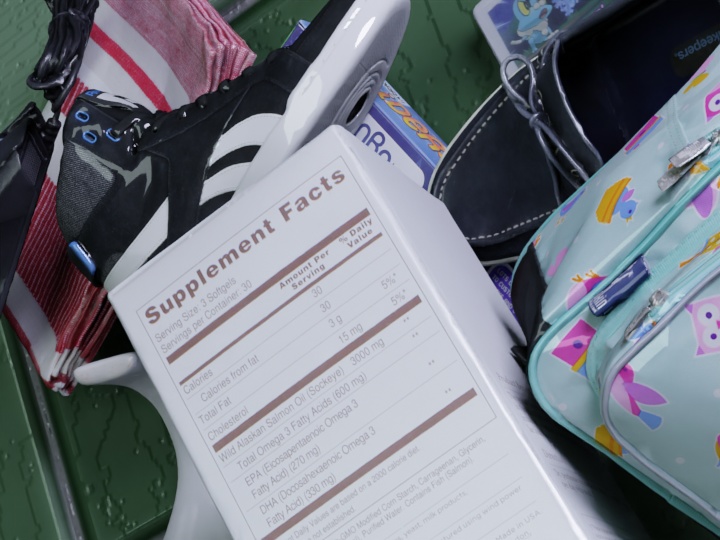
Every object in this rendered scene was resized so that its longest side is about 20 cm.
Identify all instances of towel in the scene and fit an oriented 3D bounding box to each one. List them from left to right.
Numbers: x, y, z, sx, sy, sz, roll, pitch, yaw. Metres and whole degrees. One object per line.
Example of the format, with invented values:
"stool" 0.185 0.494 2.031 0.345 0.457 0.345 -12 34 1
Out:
"towel" -0.132 -0.056 1.041 0.201 0.023 0.144 -60 38 15

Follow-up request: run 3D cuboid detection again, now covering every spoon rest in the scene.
"spoon rest" -0.081 0.135 0.991 0.099 0.060 0.202 -14 90 36

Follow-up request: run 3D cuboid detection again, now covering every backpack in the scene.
"backpack" 0.171 0.005 0.732 0.200 0.175 0.153 -50 15 11

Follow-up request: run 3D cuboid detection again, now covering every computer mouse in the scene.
"computer mouse" -0.176 -0.055 1.023 0.141 0.046 0.201 -89 19 -57

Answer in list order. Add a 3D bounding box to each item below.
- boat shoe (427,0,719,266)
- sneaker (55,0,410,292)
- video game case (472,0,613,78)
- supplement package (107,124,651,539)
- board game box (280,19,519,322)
"boat shoe" 0.090 -0.063 0.825 0.199 0.062 0.075 -33 73 39
"sneaker" -0.071 -0.067 0.925 0.112 0.073 0.201 37 109 12
"video game case" 0.158 -0.096 0.853 0.200 0.023 0.183 -39 64 28
"supplement package" 0.014 0.067 0.789 0.117 0.117 0.201 -36 65 12
"board game box" 0.000 0.000 0.949 0.136 0.034 0.200 -52 58 19
